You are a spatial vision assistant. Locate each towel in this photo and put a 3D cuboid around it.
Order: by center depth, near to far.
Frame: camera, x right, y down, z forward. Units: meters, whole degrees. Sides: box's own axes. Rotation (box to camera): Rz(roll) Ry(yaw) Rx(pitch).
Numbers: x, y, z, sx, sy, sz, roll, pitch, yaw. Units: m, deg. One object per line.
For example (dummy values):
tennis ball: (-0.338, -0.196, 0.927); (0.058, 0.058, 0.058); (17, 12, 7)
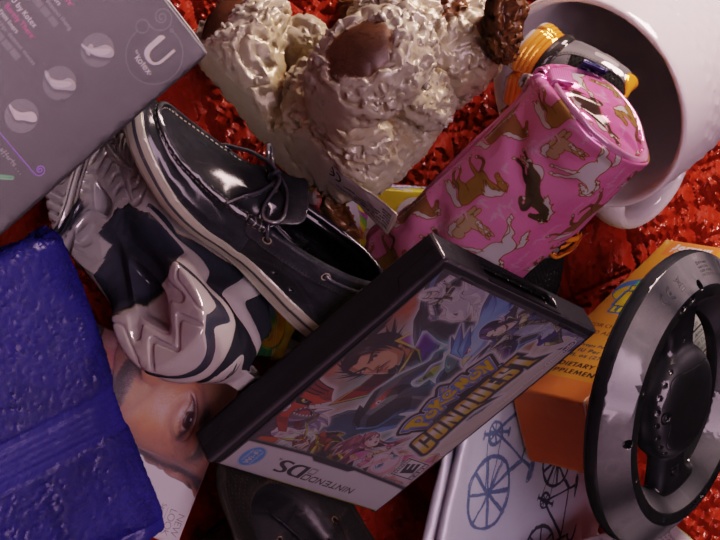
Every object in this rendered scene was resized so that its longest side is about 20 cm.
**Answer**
towel: (-0.207, 0.091, 1.224); (0.147, 0.049, 0.201); (-26, 108, -31)

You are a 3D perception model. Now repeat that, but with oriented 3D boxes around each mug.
mug: (0.196, -0.122, 1.450); (0.175, 0.147, 0.201); (-35, 136, -44)

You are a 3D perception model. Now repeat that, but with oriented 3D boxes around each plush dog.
plush dog: (0.022, -0.122, 1.322); (0.172, 0.200, 0.161); (-39, 122, -25)

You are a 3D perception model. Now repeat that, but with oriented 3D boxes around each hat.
hat: (-0.053, 0.198, 1.369); (0.081, 0.201, 0.201); (-29, 119, 24)

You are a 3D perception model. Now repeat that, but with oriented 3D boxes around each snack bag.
snack bag: (0.121, 0.122, 1.478); (0.199, 0.021, 0.190); (13, 89, -50)

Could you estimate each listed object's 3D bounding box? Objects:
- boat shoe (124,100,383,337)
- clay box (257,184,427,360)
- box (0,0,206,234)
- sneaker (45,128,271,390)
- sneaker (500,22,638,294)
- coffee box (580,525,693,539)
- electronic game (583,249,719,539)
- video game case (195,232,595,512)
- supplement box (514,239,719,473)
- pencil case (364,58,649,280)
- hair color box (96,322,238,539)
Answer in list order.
boat shoe: (-0.061, -0.038, 1.258); (0.062, 0.075, 0.200); (-34, 117, 23)
clay box: (0.000, 0.000, 1.401); (0.199, 0.048, 0.116); (3, 97, -30)
box: (-0.204, -0.105, 1.205); (0.200, 0.122, 0.106); (-42, 113, -7)
sneaker: (-0.114, -0.008, 1.298); (0.079, 0.200, 0.130); (-39, 150, 9)
sneaker: (0.128, -0.056, 1.369); (0.078, 0.077, 0.201); (-42, 144, -48)
coffee box: (0.175, 0.319, 1.427); (0.197, 0.200, 0.201); (-13, 124, -28)
electronic game: (0.204, 0.085, 1.415); (0.200, 0.041, 0.201); (-26, 123, -48)
video game case: (0.025, 0.070, 1.322); (0.200, 0.026, 0.180); (-40, 145, 19)
supplement box: (0.190, 0.057, 1.476); (0.200, 0.066, 0.069); (-39, 125, -38)
pencil case: (0.085, -0.042, 1.308); (0.083, 0.200, 0.087); (5, 50, -46)
hair color box: (-0.185, 0.081, 1.295); (0.199, 0.064, 0.112); (25, 84, -31)
